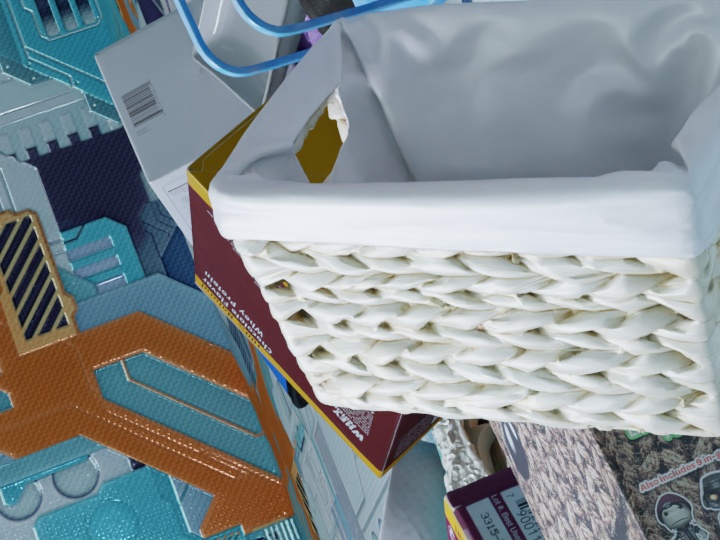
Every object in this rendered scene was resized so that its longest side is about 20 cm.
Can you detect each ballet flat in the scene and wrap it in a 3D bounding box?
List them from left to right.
[{"bbox_3d":[0.087,0.117,1.176,0.072,0.071,0.201,82,175,-49],"label":"ballet flat"}]

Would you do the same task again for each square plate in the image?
[{"bbox_3d":[-0.069,-0.234,1.225,0.198,0.028,0.202,44,121,61],"label":"square plate"}]

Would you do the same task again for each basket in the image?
[{"bbox_3d":[0.065,-0.021,0.642,0.198,0.136,0.124,1,129,30],"label":"basket"}]

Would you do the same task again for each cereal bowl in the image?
[{"bbox_3d":[0.053,0.231,1.221,0.200,0.082,0.203,10,-90,-85],"label":"cereal bowl"}]

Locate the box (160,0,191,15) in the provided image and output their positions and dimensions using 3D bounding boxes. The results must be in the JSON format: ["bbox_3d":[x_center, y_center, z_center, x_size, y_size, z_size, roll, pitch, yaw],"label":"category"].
[{"bbox_3d":[-0.198,-0.276,1.990,0.200,0.036,0.146,-149,40,-75],"label":"box"}]

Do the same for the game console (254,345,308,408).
[{"bbox_3d":[-0.026,0.021,1.365,0.171,0.117,0.201,53,162,28],"label":"game console"}]

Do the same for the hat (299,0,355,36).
[{"bbox_3d":[0.016,-0.222,0.893,0.200,0.080,0.203,38,139,41],"label":"hat"}]

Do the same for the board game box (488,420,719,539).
[{"bbox_3d":[0.130,0.066,0.787,0.160,0.096,0.201,91,156,-62],"label":"board game box"}]

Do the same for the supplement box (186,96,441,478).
[{"bbox_3d":[0.000,0.000,1.065,0.197,0.133,0.200,45,163,12],"label":"supplement box"}]

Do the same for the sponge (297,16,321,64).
[{"bbox_3d":[-0.026,-0.175,1.321,0.112,0.030,0.201,85,163,-53],"label":"sponge"}]

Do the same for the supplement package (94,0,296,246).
[{"bbox_3d":[-0.107,-0.112,1.405,0.153,0.149,0.200,63,-179,31],"label":"supplement package"}]

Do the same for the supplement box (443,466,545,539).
[{"bbox_3d":[0.129,0.233,1.072,0.201,0.102,0.131,80,165,-45],"label":"supplement box"}]

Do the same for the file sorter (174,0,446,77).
[{"bbox_3d":[-0.008,-0.195,0.750,0.200,0.122,0.140,-33,80,55],"label":"file sorter"}]
